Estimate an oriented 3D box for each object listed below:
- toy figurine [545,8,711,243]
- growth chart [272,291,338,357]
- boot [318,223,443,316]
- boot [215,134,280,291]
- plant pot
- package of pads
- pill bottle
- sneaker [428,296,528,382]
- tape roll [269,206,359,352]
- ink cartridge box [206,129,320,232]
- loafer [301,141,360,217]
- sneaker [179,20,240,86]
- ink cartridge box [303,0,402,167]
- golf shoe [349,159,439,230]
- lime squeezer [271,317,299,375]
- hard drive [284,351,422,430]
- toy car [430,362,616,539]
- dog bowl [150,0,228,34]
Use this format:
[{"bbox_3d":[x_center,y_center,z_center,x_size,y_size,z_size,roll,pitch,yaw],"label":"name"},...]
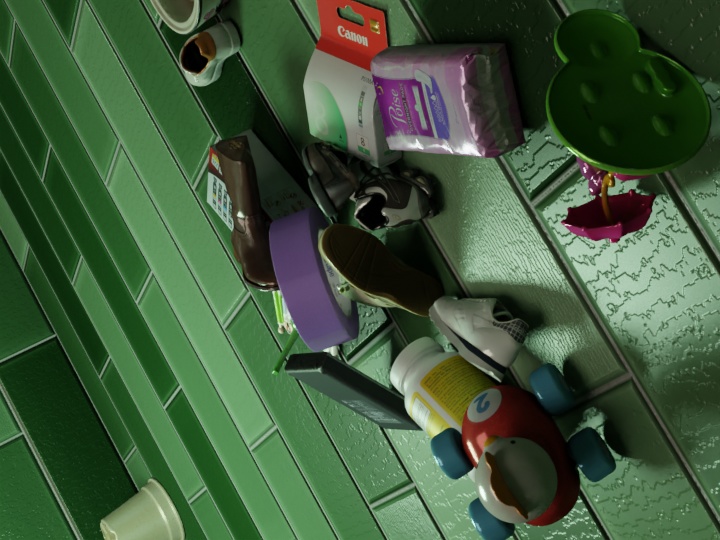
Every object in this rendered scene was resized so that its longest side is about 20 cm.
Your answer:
[{"bbox_3d":[0.235,-0.117,1.145,0.185,0.148,0.202,90,166,-56],"label":"toy figurine"},{"bbox_3d":[-0.095,0.070,1.990,0.199,0.018,0.147,25,133,50],"label":"growth chart"},{"bbox_3d":[0.000,0.000,1.619,0.199,0.073,0.154,30,169,-26],"label":"boot"},{"bbox_3d":[-0.159,-0.088,1.732,0.186,0.064,0.203,38,138,52],"label":"boot"},{"bbox_3d":[-0.618,0.715,3.293,0.200,0.182,0.202,41,145,36],"label":"plant pot"},{"bbox_3d":[0.097,-0.198,1.352,0.199,0.075,0.122,15,123,56],"label":"package of pads"},{"bbox_3d":[0.132,0.182,1.576,0.200,0.112,0.113,44,147,35],"label":"pill bottle"},{"bbox_3d":[0.152,0.069,1.499,0.076,0.081,0.200,29,-173,-27],"label":"sneaker"},{"bbox_3d":[-0.065,0.013,1.716,0.200,0.065,0.203,-19,-90,-81],"label":"tape roll"},{"bbox_3d":[-0.160,-0.090,1.893,0.200,0.083,0.177,48,149,27],"label":"ink cartridge box"},{"bbox_3d":[-0.035,-0.130,1.582,0.072,0.062,0.201,57,-172,-24],"label":"loafer"},{"bbox_3d":[-0.261,-0.337,1.861,0.073,0.084,0.200,62,155,0],"label":"sneaker"},{"bbox_3d":[-0.019,-0.253,1.544,0.160,0.050,0.202,32,141,46],"label":"ink cartridge box"},{"bbox_3d":[0.016,-0.101,1.562,0.199,0.094,0.079,15,128,58],"label":"golf shoe"},{"bbox_3d":[-0.088,0.066,1.831,0.037,0.202,0.071,18,146,-1],"label":"lime squeezer"},{"bbox_3d":[-0.006,0.184,1.786,0.199,0.033,0.139,32,162,-21],"label":"hard drive"},{"bbox_3d":[0.175,0.222,1.367,0.178,0.183,0.200,58,-165,11],"label":"toy car"},{"bbox_3d":[-0.265,-0.464,1.771,0.200,0.073,0.202,40,144,37],"label":"dog bowl"}]
